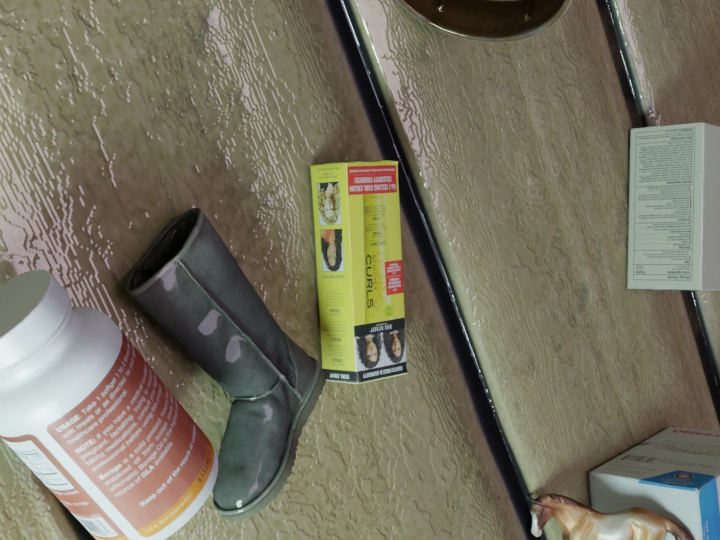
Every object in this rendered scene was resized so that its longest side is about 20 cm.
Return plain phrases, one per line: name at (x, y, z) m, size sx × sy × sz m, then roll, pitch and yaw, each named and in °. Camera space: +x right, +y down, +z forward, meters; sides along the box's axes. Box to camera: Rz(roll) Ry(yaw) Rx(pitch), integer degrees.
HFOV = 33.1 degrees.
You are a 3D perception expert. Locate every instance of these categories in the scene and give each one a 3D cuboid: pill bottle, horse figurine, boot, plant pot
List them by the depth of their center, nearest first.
pill bottle at (-0.198, 0.100, 0.873) m, size 0.112 × 0.112 × 0.200 m, roll -53°, pitch 125°, yaw -32°
boot at (-0.118, 0.077, 0.985) m, size 0.200 × 0.072 × 0.182 m, roll 57°, pitch 39°, yaw -38°
plant pot at (0.132, -0.362, 1.166) m, size 0.200 × 0.200 × 0.199 m, roll 45°, pitch 53°, yaw -36°
horse figurine at (0.287, 0.311, 1.353) m, size 0.050 × 0.199 × 0.133 m, roll -41°, pitch 129°, yaw -81°

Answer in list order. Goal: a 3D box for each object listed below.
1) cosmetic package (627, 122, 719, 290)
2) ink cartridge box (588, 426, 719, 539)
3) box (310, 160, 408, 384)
cosmetic package at (0.389, -0.075, 1.483) m, size 0.073 × 0.103 × 0.201 m, roll 2°, pitch 90°, yaw -46°
ink cartridge box at (0.395, 0.288, 1.458) m, size 0.200 × 0.147 × 0.145 m, roll -16°, pitch 102°, yaw -44°
box at (0.000, 0.000, 1.120) m, size 0.075 × 0.050 × 0.201 m, roll -5°, pitch 94°, yaw -45°
